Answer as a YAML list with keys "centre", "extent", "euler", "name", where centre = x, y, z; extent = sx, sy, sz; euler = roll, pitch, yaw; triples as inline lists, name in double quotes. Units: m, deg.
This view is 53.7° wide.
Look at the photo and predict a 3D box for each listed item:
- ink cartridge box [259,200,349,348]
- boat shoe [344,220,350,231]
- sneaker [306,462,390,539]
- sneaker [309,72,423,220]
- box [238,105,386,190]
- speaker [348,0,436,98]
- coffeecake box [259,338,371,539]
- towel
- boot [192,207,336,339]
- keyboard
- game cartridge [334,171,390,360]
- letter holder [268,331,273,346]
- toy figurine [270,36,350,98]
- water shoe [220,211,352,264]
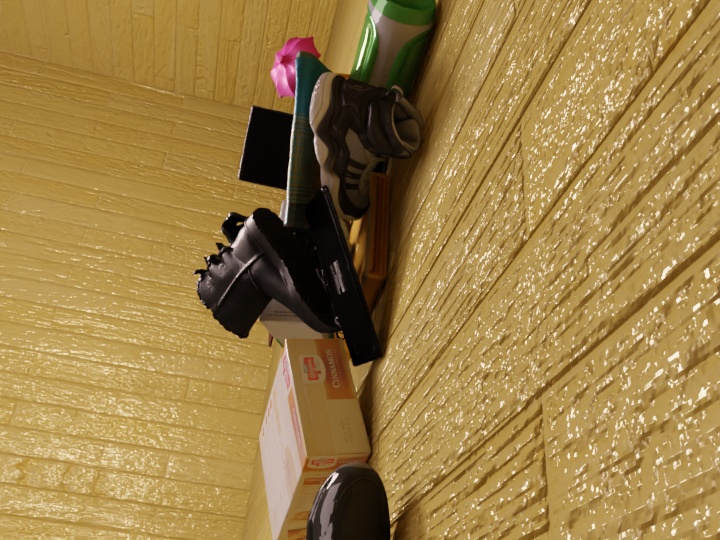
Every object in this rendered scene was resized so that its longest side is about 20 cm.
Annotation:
- centre: [-0.075, 0.014, 1.073]
  extent: [0.146, 0.087, 0.202]
  euler: [64, -148, -61]
  name: "ink cartridge box"
- centre: [-0.051, -0.079, 1.248]
  extent: [0.200, 0.071, 0.073]
  euler: [134, 147, -83]
  name: "boat shoe"
- centre: [-0.001, 0.253, 0.546]
  extent: [0.079, 0.075, 0.202]
  euler: [171, 104, -66]
  name: "sneaker"
- centre: [0.014, -0.128, 0.804]
  extent: [0.201, 0.113, 0.076]
  euler: [78, -154, -48]
  name: "sneaker"
- centre: [-0.072, -0.164, 1.056]
  extent: [0.182, 0.198, 0.105]
  euler: [-130, 51, -79]
  name: "box"
- centre: [0.029, -0.250, 0.890]
  extent: [0.201, 0.088, 0.089]
  euler: [110, 168, -44]
  name: "speaker"
- centre: [-0.061, 0.202, 0.830]
  extent: [0.154, 0.072, 0.201]
  euler: [-107, 26, -43]
  name: "coffeecake box"
- centre: [-0.060, -0.153, 0.877]
  extent: [0.147, 0.021, 0.202]
  euler: [-9, -75, -76]
  name: "towel"
- centre: [-0.125, 0.033, 0.931]
  extent: [0.162, 0.199, 0.073]
  euler: [-44, -10, 34]
  name: "boot"
- centre: [-0.014, 0.007, 0.822]
  extent: [0.104, 0.039, 0.202]
  euler: [-34, 71, 63]
  name: "keyboard"
- centre: [0.000, 0.000, 0.950]
  extent: [0.201, 0.032, 0.177]
  euler: [108, 169, -51]
  name: "game cartridge"
- centre: [-0.106, 0.077, 1.297]
  extent: [0.143, 0.100, 0.201]
  euler: [-92, 16, -49]
  name: "letter holder"
- centre: [-0.045, -0.285, 1.083]
  extent: [0.200, 0.182, 0.152]
  euler: [133, 148, -75]
  name: "toy figurine"
- centre: [-0.107, -0.035, 0.967]
  extent: [0.079, 0.198, 0.072]
  euler: [51, -128, -50]
  name: "water shoe"
